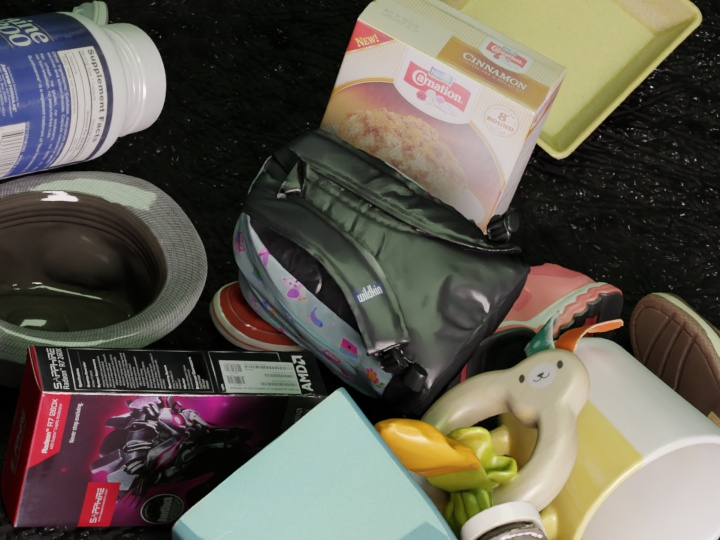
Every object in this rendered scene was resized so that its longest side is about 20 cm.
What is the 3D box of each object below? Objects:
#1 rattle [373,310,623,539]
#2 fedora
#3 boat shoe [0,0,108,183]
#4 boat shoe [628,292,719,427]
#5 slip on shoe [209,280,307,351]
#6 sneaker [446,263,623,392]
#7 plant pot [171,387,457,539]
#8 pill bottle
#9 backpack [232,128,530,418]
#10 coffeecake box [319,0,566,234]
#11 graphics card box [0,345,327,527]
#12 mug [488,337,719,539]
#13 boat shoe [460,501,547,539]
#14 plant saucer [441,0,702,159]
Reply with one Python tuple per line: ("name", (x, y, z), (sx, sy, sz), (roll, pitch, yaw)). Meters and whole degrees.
("rattle", (0.089, 0.070, 1.509), (0.143, 0.130, 0.200), (46, 73, -26))
("fedora", (-0.213, 0.019, 1.583), (0.199, 0.091, 0.177), (-19, 55, -32))
("boat shoe", (-0.244, -0.141, 1.750), (0.064, 0.075, 0.203), (18, 51, -3))
("boat shoe", (0.287, 0.099, 1.729), (0.075, 0.075, 0.203), (-7, 54, -46))
("slip on shoe", (-0.021, 0.016, 1.687), (0.198, 0.061, 0.074), (-7, 51, -26))
("sneaker", (0.109, 0.045, 1.718), (0.199, 0.074, 0.087), (-19, 42, -40))
("plant pot", (-0.003, 0.211, 1.417), (0.141, 0.141, 0.200), (-37, 74, -17))
("pill bottle", (-0.239, -0.127, 1.613), (0.199, 0.111, 0.111), (-16, 53, -46))
("backpack", (0.000, 0.000, 1.596), (0.199, 0.127, 0.167), (36, 55, 10))
("coffeecake box", (0.050, -0.100, 1.730), (0.153, 0.201, 0.073), (29, 42, 8))
("graphics card box", (-0.131, 0.112, 1.496), (0.198, 0.126, 0.051), (2, 38, -21))
("mug", (0.161, 0.125, 1.589), (0.186, 0.150, 0.153), (10, 31, -42))
("boat shoe", (0.116, 0.218, 1.458), (0.071, 0.200, 0.060), (-23, 55, 4))
("plant saucer", (0.162, -0.210, 1.955), (0.200, 0.049, 0.200), (41, 71, 14))
